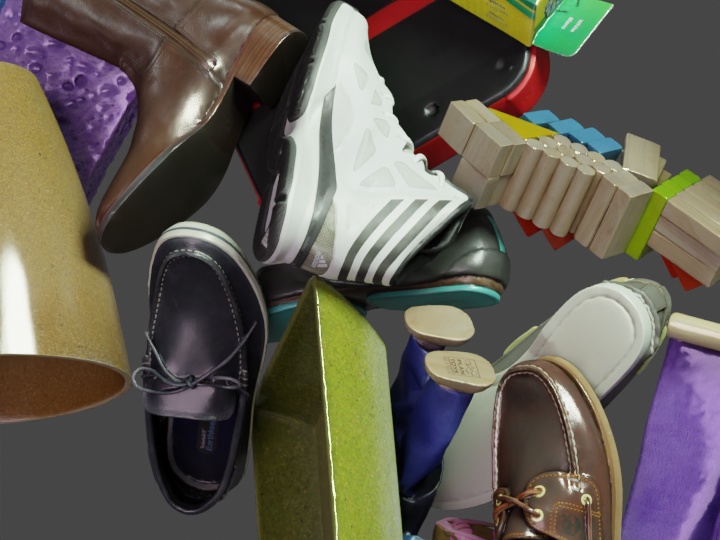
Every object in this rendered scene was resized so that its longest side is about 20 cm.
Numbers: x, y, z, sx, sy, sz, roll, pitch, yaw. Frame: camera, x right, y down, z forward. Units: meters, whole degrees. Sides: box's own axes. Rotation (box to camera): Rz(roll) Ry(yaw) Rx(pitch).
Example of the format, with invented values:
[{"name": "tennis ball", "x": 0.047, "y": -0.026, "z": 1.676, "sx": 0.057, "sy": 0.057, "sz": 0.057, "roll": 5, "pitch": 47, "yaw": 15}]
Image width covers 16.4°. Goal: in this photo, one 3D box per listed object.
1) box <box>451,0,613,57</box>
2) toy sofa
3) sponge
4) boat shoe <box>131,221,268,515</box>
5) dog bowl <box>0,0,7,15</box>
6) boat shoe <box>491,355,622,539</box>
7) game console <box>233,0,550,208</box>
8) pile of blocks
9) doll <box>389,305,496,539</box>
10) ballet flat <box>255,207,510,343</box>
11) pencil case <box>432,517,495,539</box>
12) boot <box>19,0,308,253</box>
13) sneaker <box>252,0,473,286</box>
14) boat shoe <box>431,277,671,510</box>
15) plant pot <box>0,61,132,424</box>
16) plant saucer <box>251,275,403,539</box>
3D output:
[{"name": "box", "x": 0.074, "y": -0.217, "z": 1.498, "sx": 0.200, "sy": 0.048, "sz": 0.117, "roll": 32, "pitch": 65, "yaw": 15}, {"name": "toy sofa", "x": 0.194, "y": 0.130, "z": 1.446, "sx": 0.083, "sy": 0.098, "sz": 0.200, "roll": 16, "pitch": 94, "yaw": 18}, {"name": "sponge", "x": -0.220, "y": -0.076, "z": 1.626, "sx": 0.111, "sy": 0.030, "sz": 0.200, "roll": 31, "pitch": 96, "yaw": 16}, {"name": "boat shoe", "x": -0.097, "y": 0.063, "z": 1.516, "sx": 0.074, "sy": 0.062, "sz": 0.200, "roll": 9, "pitch": 123, "yaw": 10}, {"name": "dog bowl", "x": -0.257, "y": -0.239, "z": 1.634, "sx": 0.111, "sy": 0.050, "sz": 0.200, "roll": 31, "pitch": 97, "yaw": 17}, {"name": "boat shoe", "x": 0.109, "y": 0.148, "z": 1.415, "sx": 0.070, "sy": 0.070, "sz": 0.200, "roll": -19, "pitch": 80, "yaw": 42}, {"name": "game console", "x": 0.003, "y": -0.133, "z": 1.534, "sx": 0.200, "sy": 0.031, "sz": 0.177, "roll": -30, "pitch": 61, "yaw": 10}, {"name": "pile of blocks", "x": 0.137, "y": -0.041, "z": 1.478, "sx": 0.200, "sy": 0.082, "sz": 0.062, "roll": 23, "pitch": 121, "yaw": -1}, {"name": "doll", "x": 0.025, "y": 0.122, "z": 1.486, "sx": 0.137, "sy": 0.048, "sz": 0.200, "roll": -113, "pitch": 33, "yaw": -46}, {"name": "ballet flat", "x": 0.000, "y": 0.000, "z": 1.532, "sx": 0.200, "sy": 0.068, "sz": 0.069, "roll": -9, "pitch": 70, "yaw": 23}, {"name": "pencil case", "x": 0.063, "y": 0.246, "z": 1.494, "sx": 0.083, "sy": 0.086, "sz": 0.200, "roll": 18, "pitch": 95, "yaw": 42}, {"name": "boot", "x": -0.158, "y": -0.124, "z": 1.546, "sx": 0.200, "sy": 0.064, "sz": 0.186, "roll": 33, "pitch": 73, "yaw": 27}, {"name": "sneaker", "x": 0.008, "y": -0.065, "z": 1.459, "sx": 0.115, "sy": 0.201, "sz": 0.076, "roll": 19, "pitch": 138, "yaw": -11}, {"name": "boat shoe", "x": 0.107, "y": 0.074, "z": 1.491, "sx": 0.202, "sy": 0.060, "sz": 0.072, "roll": -43, "pitch": 78, "yaw": 32}, {"name": "plant pot", "x": -0.239, "y": -0.021, "z": 1.535, "sx": 0.186, "sy": 0.186, "sz": 0.200, "roll": -10, "pitch": 75, "yaw": 18}, {"name": "plant saucer", "x": -0.018, "y": 0.131, "z": 1.455, "sx": 0.048, "sy": 0.200, "sz": 0.200, "roll": 1, "pitch": 65, "yaw": -14}]
